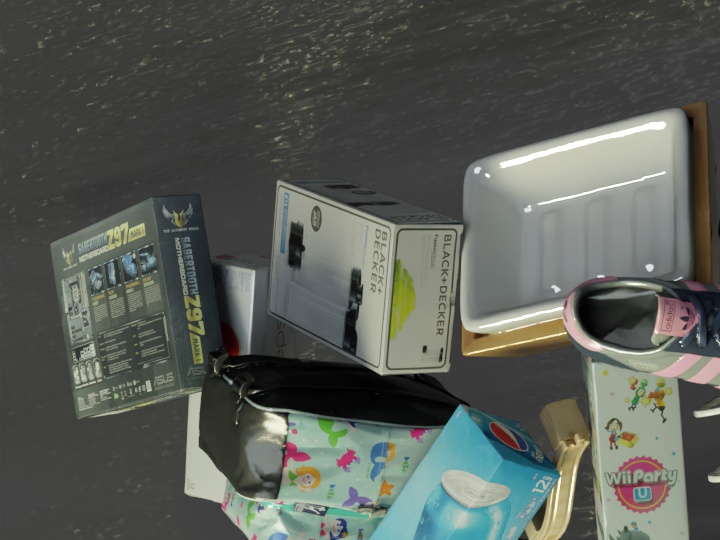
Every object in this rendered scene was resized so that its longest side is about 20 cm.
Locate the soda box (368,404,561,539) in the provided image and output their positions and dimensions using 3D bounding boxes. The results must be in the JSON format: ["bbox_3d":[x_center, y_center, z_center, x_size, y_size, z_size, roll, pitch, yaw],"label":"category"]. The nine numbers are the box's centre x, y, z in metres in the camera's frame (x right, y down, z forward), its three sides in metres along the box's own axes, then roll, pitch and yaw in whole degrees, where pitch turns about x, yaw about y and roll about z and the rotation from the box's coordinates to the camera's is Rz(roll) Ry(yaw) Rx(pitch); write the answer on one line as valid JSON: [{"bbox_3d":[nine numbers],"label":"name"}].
[{"bbox_3d":[0.056,0.200,1.425,0.201,0.064,0.068,-58,40,17],"label":"soda box"}]

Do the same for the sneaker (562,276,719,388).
[{"bbox_3d":[0.226,0.041,1.276,0.199,0.082,0.071,2,80,21],"label":"sneaker"}]

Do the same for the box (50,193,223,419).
[{"bbox_3d":[-0.187,0.033,1.636,0.200,0.051,0.159,-19,80,54],"label":"box"}]

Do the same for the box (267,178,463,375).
[{"bbox_3d":[0.000,0.000,1.512,0.200,0.060,0.118,25,113,59],"label":"box"}]

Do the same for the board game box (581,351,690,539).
[{"bbox_3d":[0.199,0.153,1.415,0.064,0.148,0.202,-6,94,4],"label":"board game box"}]

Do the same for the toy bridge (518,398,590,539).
[{"bbox_3d":[0.129,0.170,1.467,0.200,0.027,0.068,116,138,-54],"label":"toy bridge"}]

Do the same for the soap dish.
[{"bbox_3d":[0.169,-0.023,1.425,0.199,0.081,0.158,-14,59,32],"label":"soap dish"}]

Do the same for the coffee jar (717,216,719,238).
[{"bbox_3d":[0.308,-0.108,1.349,0.104,0.085,0.202,26,113,61],"label":"coffee jar"}]

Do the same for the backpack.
[{"bbox_3d":[-0.013,0.139,1.510,0.177,0.199,0.152,-152,63,-68],"label":"backpack"}]

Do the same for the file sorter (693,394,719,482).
[{"bbox_3d":[0.313,0.124,1.364,0.138,0.124,0.202,-13,89,30],"label":"file sorter"}]

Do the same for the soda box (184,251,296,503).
[{"bbox_3d":[-0.098,0.090,1.631,0.063,0.068,0.202,10,101,32],"label":"soda box"}]
